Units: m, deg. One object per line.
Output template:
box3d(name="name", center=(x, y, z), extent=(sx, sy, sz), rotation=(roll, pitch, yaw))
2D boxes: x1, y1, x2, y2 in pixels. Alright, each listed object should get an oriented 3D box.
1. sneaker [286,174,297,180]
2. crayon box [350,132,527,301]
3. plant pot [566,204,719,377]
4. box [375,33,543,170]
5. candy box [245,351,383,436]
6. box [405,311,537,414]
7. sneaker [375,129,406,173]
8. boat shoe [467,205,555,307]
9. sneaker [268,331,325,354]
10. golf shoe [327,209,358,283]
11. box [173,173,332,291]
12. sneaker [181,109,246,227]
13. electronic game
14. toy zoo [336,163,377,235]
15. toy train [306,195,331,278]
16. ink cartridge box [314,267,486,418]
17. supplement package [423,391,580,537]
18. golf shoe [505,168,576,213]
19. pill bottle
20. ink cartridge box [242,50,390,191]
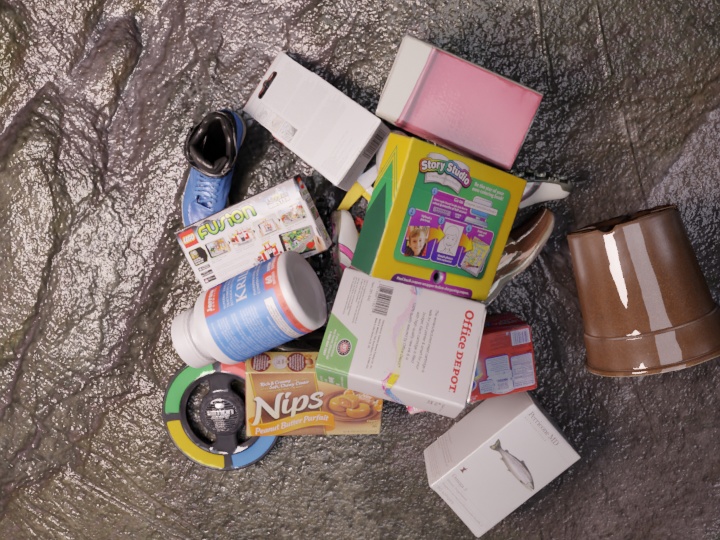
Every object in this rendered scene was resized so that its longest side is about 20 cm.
box3d(name="sneaker", center=(-0.126, -0.040, 0.919), extent=(0.112, 0.073, 0.200), rotation=(43, 107, -7))
box3d(name="crayon box", center=(0.104, -0.064, 0.789), extent=(0.199, 0.058, 0.174), rotation=(12, 98, -33))
box3d(name="plant pot", center=(0.393, 0.022, 0.864), extent=(0.199, 0.200, 0.200), rotation=(-18, 92, 4))
box3d(name="box", center=(0.130, -0.228, 0.846), extent=(0.199, 0.128, 0.110), rotation=(23, 101, -2))
box3d(name="candy box", center=(-0.067, 0.180, 0.887), extent=(0.198, 0.055, 0.116), rotation=(1, 117, -6))
box3d(name="box", center=(0.153, 0.136, 0.920), extent=(0.198, 0.095, 0.101), rotation=(-11, 100, -4))
box3d(name="sneaker", center=(0.064, -0.101, 0.857), extent=(0.073, 0.116, 0.202), rotation=(-11, 98, 5))
box3d(name="boat shoe", center=(0.208, -0.023, 0.911), extent=(0.072, 0.076, 0.200), rotation=(41, 97, -4))
box3d(name="sneaker", center=(-0.050, 0.158, 0.953), extent=(0.198, 0.076, 0.115), rotation=(8, 123, -16))
box3d(name="golf shoe", center=(0.000, 0.000, 0.921), extent=(0.091, 0.073, 0.202), rotation=(-12, 112, -3))
box3d(name="box", center=(-0.152, -0.046, 0.863), extent=(0.199, 0.035, 0.111), rotation=(-21, 103, 15))
box3d(name="sneaker", center=(-0.222, -0.135, 0.879), extent=(0.076, 0.111, 0.201), rotation=(21, 100, -3))
box3d(name="electronic game", center=(-0.221, 0.229, 0.981), extent=(0.198, 0.042, 0.202), rotation=(0, 100, 2))
box3d(name="toy zoo", center=(0.051, -0.083, 0.929), extent=(0.200, 0.020, 0.131), rotation=(43, 99, -6))
box3d(name="toy train", center=(-0.078, -0.017, 0.939), extent=(0.045, 0.034, 0.202), rotation=(9, 101, 12))
box3d(name="ink cartridge box", center=(0.054, 0.098, 0.818), extent=(0.198, 0.084, 0.146), rotation=(15, 67, 5))
box3d(name="supplement package", center=(0.212, 0.285, 0.944), extent=(0.200, 0.117, 0.117), rotation=(-42, 96, 8))
box3d(name="golf shoe", center=(0.212, -0.104, 0.895), extent=(0.198, 0.077, 0.089), rotation=(-2, 103, 4))
box3d(name="pill bottle", center=(-0.155, 0.061, 0.831), extent=(0.199, 0.112, 0.113), rotation=(-25, 99, 16))
box3d(name="ink cartridge box", center=(-0.066, -0.218, 0.882), extent=(0.200, 0.050, 0.109), rotation=(40, 100, 19))
